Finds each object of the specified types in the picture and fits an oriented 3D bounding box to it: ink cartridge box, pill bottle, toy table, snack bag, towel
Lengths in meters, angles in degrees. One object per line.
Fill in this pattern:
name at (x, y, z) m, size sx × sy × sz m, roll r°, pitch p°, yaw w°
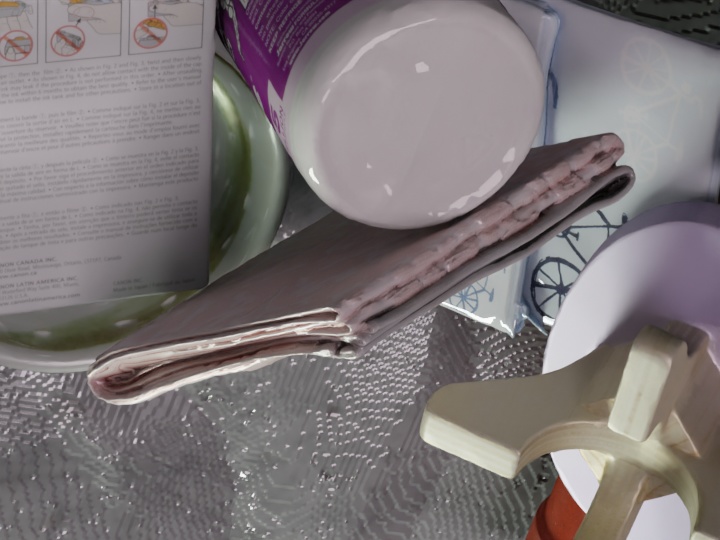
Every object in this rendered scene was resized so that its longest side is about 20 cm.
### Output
ink cartridge box at (-0.145, -0.075, 1.200) m, size 0.162 × 0.057 × 0.201 m, roll -7°, pitch 119°, yaw -18°
pill bottle at (-0.004, -0.112, 1.195) m, size 0.112 × 0.200 × 0.113 m, roll -10°, pitch 125°, yaw -15°
toy table at (0.132, 0.078, 1.261) m, size 0.183 × 0.117 × 0.201 m, roll 14°, pitch 127°, yaw 21°
snack bag at (0.083, -0.048, 1.300) m, size 0.021 × 0.199 × 0.189 m, roll -40°, pitch 143°, yaw -47°
towel at (0.000, 0.000, 1.222) m, size 0.200 × 0.191 × 0.032 m, roll -31°, pitch 102°, yaw -39°

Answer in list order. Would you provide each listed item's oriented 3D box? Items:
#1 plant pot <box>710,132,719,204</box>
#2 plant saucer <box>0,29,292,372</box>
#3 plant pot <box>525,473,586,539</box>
plant pot at (0.242, -0.059, 1.324) m, size 0.200 × 0.201 × 0.093 m, roll -29°, pitch 90°, yaw -1°
plant saucer at (-0.133, -0.047, 1.282) m, size 0.199 × 0.050 × 0.201 m, roll -10°, pitch 125°, yaw -15°
plant pot at (0.192, 0.110, 1.439) m, size 0.200 × 0.201 × 0.196 m, roll 5°, pitch 112°, yaw -25°
